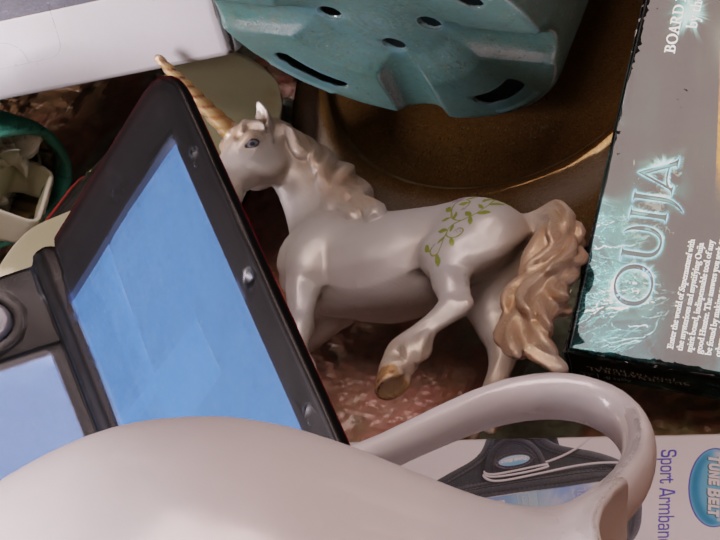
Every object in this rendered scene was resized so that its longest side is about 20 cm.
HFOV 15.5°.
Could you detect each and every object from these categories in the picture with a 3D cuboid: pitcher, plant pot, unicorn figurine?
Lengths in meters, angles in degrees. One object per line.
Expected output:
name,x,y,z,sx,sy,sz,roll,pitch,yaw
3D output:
pitcher,-0.009,0.091,0.806,0.200,0.121,0.172,1,35,8
plant pot,0.061,-0.090,1.120,0.200,0.027,0.200,-11,54,16
unicorn figurine,0.000,0.000,1.037,0.200,0.074,0.137,7,60,19
plant pot,0.032,-0.179,1.057,0.200,0.200,0.196,8,69,21

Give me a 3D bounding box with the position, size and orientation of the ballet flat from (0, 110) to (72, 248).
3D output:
ballet flat,-0.172,-0.025,1.082,0.070,0.067,0.200,11,20,15

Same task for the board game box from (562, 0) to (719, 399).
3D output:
board game box,0.164,-0.044,1.022,0.135,0.028,0.200,9,69,15

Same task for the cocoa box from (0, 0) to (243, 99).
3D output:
cocoa box,-0.143,-0.153,1.143,0.200,0.131,0.133,-10,16,18

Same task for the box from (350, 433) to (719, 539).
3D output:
box,0.070,0.115,0.945,0.200,0.041,0.119,0,46,10

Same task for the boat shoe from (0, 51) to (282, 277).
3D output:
boat shoe,-0.098,-0.005,1.092,0.074,0.063,0.201,32,56,1

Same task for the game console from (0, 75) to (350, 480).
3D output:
game console,-0.110,0.056,0.939,0.172,0.119,0.200,-18,57,-11
